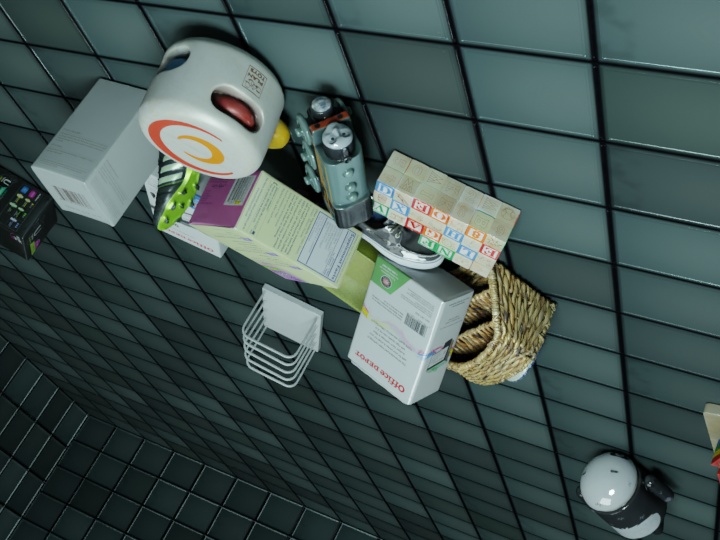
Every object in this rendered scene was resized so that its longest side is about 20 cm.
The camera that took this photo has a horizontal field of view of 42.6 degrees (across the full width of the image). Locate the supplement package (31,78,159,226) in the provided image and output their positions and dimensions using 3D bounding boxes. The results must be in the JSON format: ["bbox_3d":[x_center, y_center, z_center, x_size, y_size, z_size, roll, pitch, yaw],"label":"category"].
[{"bbox_3d":[-0.412,-0.194,1.503,0.116,0.201,0.118,17,152,23],"label":"supplement package"}]

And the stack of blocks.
[{"bbox_3d":[0.117,-0.080,1.329,0.199,0.059,0.115,27,155,5],"label":"stack of blocks"}]

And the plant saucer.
[{"bbox_3d":[0.000,0.000,1.610,0.199,0.048,0.200,35,154,-11],"label":"plant saucer"}]

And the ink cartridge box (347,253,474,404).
[{"bbox_3d":[0.077,0.087,1.473,0.145,0.084,0.201,35,124,31],"label":"ink cartridge box"}]

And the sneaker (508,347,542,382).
[{"bbox_3d":[0.239,0.144,1.598,0.085,0.077,0.200,38,153,-9],"label":"sneaker"}]

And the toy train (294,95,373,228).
[{"bbox_3d":[-0.031,-0.149,1.284,0.200,0.085,0.114,83,161,-57],"label":"toy train"}]

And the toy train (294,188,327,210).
[{"bbox_3d":[-0.098,-0.111,1.512,0.199,0.046,0.034,19,169,24],"label":"toy train"}]

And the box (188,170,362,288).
[{"bbox_3d":[-0.132,-0.065,1.424,0.199,0.097,0.176,31,168,-30],"label":"box"}]

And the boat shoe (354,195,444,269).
[{"bbox_3d":[0.043,-0.072,1.420,0.199,0.070,0.066,33,157,11],"label":"boat shoe"}]

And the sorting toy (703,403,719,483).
[{"bbox_3d":[0.655,0.310,1.473,0.199,0.070,0.199,10,148,36],"label":"sorting toy"}]

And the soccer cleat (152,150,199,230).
[{"bbox_3d":[-0.300,-0.163,1.502,0.081,0.201,0.067,32,-162,21],"label":"soccer cleat"}]

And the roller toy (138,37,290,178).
[{"bbox_3d":[-0.203,-0.229,1.294,0.199,0.141,0.183,16,160,8],"label":"roller toy"}]

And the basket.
[{"bbox_3d":[0.183,0.088,1.470,0.149,0.143,0.200,35,154,-14],"label":"basket"}]

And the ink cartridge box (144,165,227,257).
[{"bbox_3d":[-0.296,-0.126,1.644,0.144,0.085,0.200,25,155,9],"label":"ink cartridge box"}]

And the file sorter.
[{"bbox_3d":[-0.170,0.147,1.969,0.138,0.125,0.200,26,155,8],"label":"file sorter"}]

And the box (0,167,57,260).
[{"bbox_3d":[-0.815,-0.142,2.107,0.199,0.125,0.149,30,156,-3],"label":"box"}]

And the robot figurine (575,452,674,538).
[{"bbox_3d":[0.514,0.438,1.797,0.200,0.150,0.125,42,-171,-26],"label":"robot figurine"}]
